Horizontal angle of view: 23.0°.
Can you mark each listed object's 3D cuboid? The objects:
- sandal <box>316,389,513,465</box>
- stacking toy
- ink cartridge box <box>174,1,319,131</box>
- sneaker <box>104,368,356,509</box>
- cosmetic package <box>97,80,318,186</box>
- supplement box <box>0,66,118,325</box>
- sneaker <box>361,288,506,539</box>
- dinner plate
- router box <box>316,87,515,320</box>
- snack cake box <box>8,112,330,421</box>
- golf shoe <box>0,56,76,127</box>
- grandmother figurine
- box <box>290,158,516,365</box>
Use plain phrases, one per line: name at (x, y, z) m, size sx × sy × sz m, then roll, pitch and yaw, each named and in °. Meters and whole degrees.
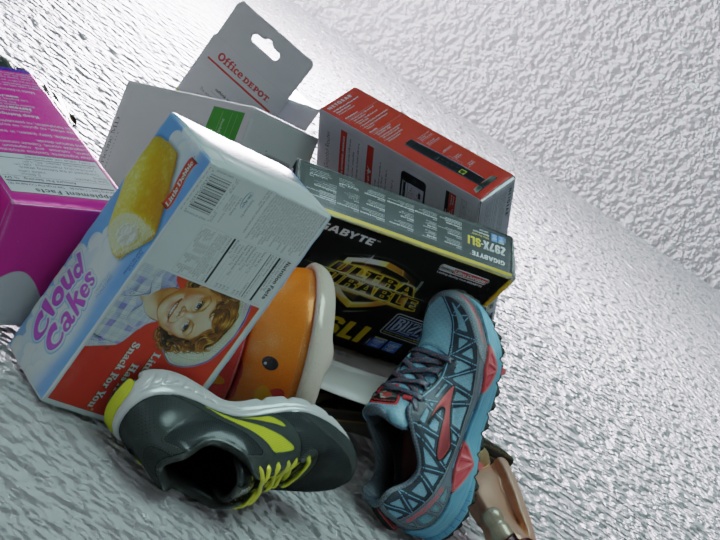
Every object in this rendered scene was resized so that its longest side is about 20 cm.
sandal at (0.032, 0.142, 1.471) m, size 0.200 × 0.055 × 0.082 m, roll 13°, pitch 10°, yaw -27°
stacking toy at (-0.127, 0.046, 1.301) m, size 0.200 × 0.146 × 0.146 m, roll 14°, pitch 18°, yaw -12°
ink cartridge box at (-0.123, -0.148, 1.728) m, size 0.115 × 0.200 × 0.068 m, roll 43°, pitch 14°, yaw 24°
sneaker at (-0.081, 0.131, 1.195) m, size 0.200 × 0.074 × 0.085 m, roll 16°, pitch 29°, yaw -36°
cosmetic package at (-0.141, -0.097, 1.574) m, size 0.085 × 0.108 × 0.200 m, roll 23°, pitch -5°, yaw -42°
supplement box at (-0.255, -0.057, 1.248) m, size 0.103 × 0.101 × 0.200 m, roll 5°, pitch 32°, yaw -39°
sneaker at (0.051, 0.104, 1.372) m, size 0.095 × 0.200 × 0.079 m, roll 21°, pitch -20°, yaw -36°
dinner plate at (-0.016, 0.079, 1.491) m, size 0.200 × 0.024 × 0.200 m, roll 20°, pitch 5°, yaw -2°
router box at (0.040, -0.035, 1.548) m, size 0.179 × 0.200 × 0.049 m, roll 33°, pitch 48°, yaw 27°
snack cake box at (-0.127, 0.008, 1.181) m, size 0.115 × 0.200 × 0.067 m, roll 24°, pitch 18°, yaw -45°
golf shoe at (-0.273, -0.123, 1.528) m, size 0.094 × 0.078 × 0.200 m, roll 24°, pitch 19°, yaw -45°
grandmother figurine at (0.126, 0.224, 1.380) m, size 0.121 × 0.061 × 0.200 m, roll 45°, pitch 9°, yaw -44°
box at (0.000, 0.000, 1.441) m, size 0.200 × 0.160 × 0.049 m, roll 20°, pitch 52°, yaw -22°
